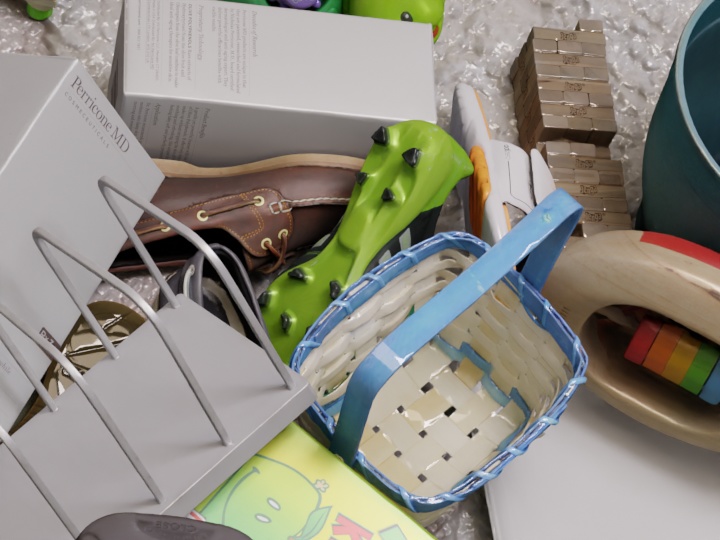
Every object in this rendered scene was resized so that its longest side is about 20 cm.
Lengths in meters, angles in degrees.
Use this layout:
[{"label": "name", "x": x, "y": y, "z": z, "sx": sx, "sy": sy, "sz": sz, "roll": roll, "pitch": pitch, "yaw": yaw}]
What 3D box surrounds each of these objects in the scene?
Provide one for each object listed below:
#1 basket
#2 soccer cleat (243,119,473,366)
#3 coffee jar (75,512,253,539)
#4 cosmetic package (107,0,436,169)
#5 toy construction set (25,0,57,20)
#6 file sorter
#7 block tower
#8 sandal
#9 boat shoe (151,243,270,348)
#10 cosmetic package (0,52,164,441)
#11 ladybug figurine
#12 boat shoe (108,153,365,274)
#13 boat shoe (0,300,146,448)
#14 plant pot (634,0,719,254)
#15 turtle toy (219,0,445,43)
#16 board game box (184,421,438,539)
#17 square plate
[{"label": "basket", "x": 0.043, "y": 0.054, "z": 1.178, "sx": 0.176, "sy": 0.200, "sz": 0.139, "roll": -37, "pitch": 76, "yaw": -30}, {"label": "soccer cleat", "x": 0.000, "y": 0.000, "z": 1.273, "sx": 0.067, "sy": 0.081, "sz": 0.201, "roll": 42, "pitch": 102, "yaw": 35}, {"label": "coffee jar", "x": -0.102, "y": 0.188, "z": 1.001, "sx": 0.103, "sy": 0.200, "sz": 0.086, "roll": 9, "pitch": 60, "yaw": -8}, {"label": "cosmetic package", "x": -0.058, "y": -0.105, "z": 1.326, "sx": 0.198, "sy": 0.108, "sz": 0.085, "roll": 4, "pitch": 59, "yaw": -13}, {"label": "toy construction set", "x": -0.221, "y": -0.255, "z": 1.386, "sx": 0.130, "sy": 0.092, "sz": 0.201, "roll": 11, "pitch": 71, "yaw": -7}, {"label": "file sorter", "x": -0.154, "y": 0.065, "z": 1.094, "sx": 0.200, "sy": 0.125, "sz": 0.139, "roll": -40, "pitch": 39, "yaw": -16}, {"label": "block tower", "x": 0.140, "y": -0.071, "z": 1.385, "sx": 0.057, "sy": 0.054, "sz": 0.201, "roll": 4, "pitch": 60, "yaw": -12}, {"label": "sandal", "x": 0.096, "y": -0.052, "z": 1.322, "sx": 0.059, "sy": 0.080, "sz": 0.207, "roll": -2, "pitch": 42, "yaw": -5}, {"label": "boat shoe", "x": -0.079, "y": 0.070, "z": 1.208, "sx": 0.072, "sy": 0.063, "sz": 0.201, "roll": 9, "pitch": 45, "yaw": -28}, {"label": "cosmetic package", "x": -0.211, "y": -0.016, "z": 1.196, "sx": 0.081, "sy": 0.113, "sz": 0.201, "roll": 10, "pitch": 60, "yaw": 37}, {"label": "ladybug figurine", "x": 0.202, "y": 0.039, "z": 1.263, "sx": 0.199, "sy": 0.136, "sz": 0.072, "roll": 30, "pitch": 49, "yaw": 3}, {"label": "boat shoe", "x": -0.074, "y": -0.028, "z": 1.303, "sx": 0.198, "sy": 0.071, "sz": 0.071, "roll": -3, "pitch": 55, "yaw": -6}, {"label": "boat shoe", "x": -0.184, "y": 0.112, "z": 1.213, "sx": 0.073, "sy": 0.063, "sz": 0.202, "roll": 26, "pitch": 65, "yaw": -4}, {"label": "plant pot", "x": 0.267, "y": -0.059, "z": 1.331, "sx": 0.198, "sy": 0.188, "sz": 0.201, "roll": 5, "pitch": 61, "yaw": -10}, {"label": "turtle toy", "x": -0.032, "y": -0.205, "z": 1.390, "sx": 0.199, "sy": 0.101, "sz": 0.146, "roll": 35, "pitch": 60, "yaw": 7}, {"label": "board game box", "x": -0.013, "y": 0.170, "z": 1.116, "sx": 0.200, "sy": 0.048, "sz": 0.102, "roll": 38, "pitch": 65, "yaw": 9}, {"label": "square plate", "x": 0.168, "y": 0.142, "z": 1.290, "sx": 0.198, "sy": 0.028, "sz": 0.199, "roll": -3, "pitch": 62, "yaw": -15}]
